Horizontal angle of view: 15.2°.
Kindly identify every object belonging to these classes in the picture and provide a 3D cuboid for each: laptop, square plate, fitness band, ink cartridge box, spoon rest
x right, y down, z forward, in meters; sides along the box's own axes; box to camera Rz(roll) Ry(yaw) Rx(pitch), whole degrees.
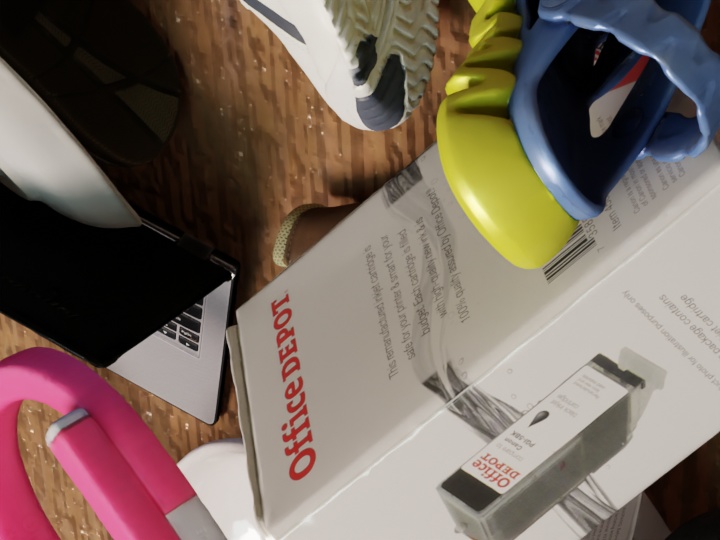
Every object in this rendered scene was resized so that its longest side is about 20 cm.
[{"bbox_3d":[-0.159,0.008,1.124,0.187,0.116,0.200,28,147,11],"label":"laptop"},{"bbox_3d":[-0.192,-0.098,1.046,0.200,0.028,0.198,35,172,26],"label":"square plate"},{"bbox_3d":[-0.104,0.126,1.123,0.200,0.037,0.144,55,146,10],"label":"fitness band"},{"bbox_3d":[0.058,0.015,0.934,0.200,0.147,0.083,-40,119,16],"label":"ink cartridge box"},{"bbox_3d":[-0.070,0.131,1.178,0.200,0.061,0.100,-28,97,51],"label":"spoon rest"}]

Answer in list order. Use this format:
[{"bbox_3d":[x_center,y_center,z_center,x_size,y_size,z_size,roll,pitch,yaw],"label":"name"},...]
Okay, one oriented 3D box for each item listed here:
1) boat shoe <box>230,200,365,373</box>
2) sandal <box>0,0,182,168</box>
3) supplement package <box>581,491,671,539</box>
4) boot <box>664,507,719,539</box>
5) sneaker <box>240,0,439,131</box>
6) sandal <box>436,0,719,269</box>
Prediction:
[{"bbox_3d":[-0.003,0.003,1.079,0.075,0.075,0.203,40,136,7],"label":"boat shoe"},{"bbox_3d":[-0.148,-0.122,1.078,0.200,0.082,0.054,49,147,-21],"label":"sandal"},{"bbox_3d":[0.099,0.218,1.044,0.111,0.156,0.200,-20,117,29],"label":"supplement package"},{"bbox_3d":[0.165,0.164,1.017,0.068,0.189,0.201,-3,122,20],"label":"boot"},{"bbox_3d":[-0.061,-0.134,1.001,0.129,0.080,0.200,-14,115,41],"label":"sneaker"},{"bbox_3d":[0.078,-0.087,0.877,0.087,0.201,0.080,-22,131,23],"label":"sandal"}]
